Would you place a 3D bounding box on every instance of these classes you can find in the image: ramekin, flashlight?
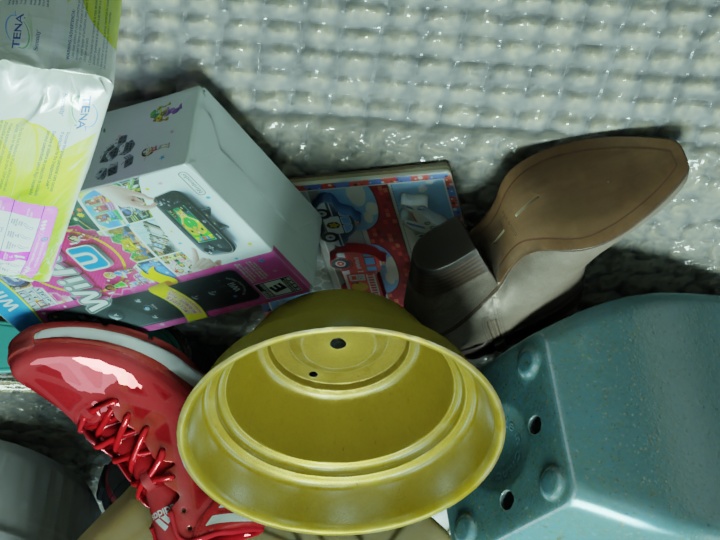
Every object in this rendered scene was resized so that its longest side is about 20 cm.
[{"bbox_3d":[-0.287,0.200,1.622,0.201,0.095,0.203,9,149,5],"label":"ramekin"},{"bbox_3d":[-0.145,0.122,1.551,0.068,0.068,0.200,15,146,-6],"label":"flashlight"}]

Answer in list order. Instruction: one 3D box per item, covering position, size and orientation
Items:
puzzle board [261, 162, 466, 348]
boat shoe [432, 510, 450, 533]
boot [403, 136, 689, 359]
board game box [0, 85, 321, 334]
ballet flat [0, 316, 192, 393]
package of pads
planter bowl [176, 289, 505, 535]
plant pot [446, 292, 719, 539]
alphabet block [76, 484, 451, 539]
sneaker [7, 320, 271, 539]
[{"bbox_3d":[0.000,0.000,1.406,0.150,0.017,0.200,-6,146,9],"label":"puzzle board"},{"bbox_3d":[0.051,0.180,1.542,0.070,0.070,0.200,14,161,-7],"label":"boat shoe"},{"bbox_3d":[0.118,-0.009,1.350,0.199,0.071,0.146,-19,154,8],"label":"boot"},{"bbox_3d":[-0.146,-0.026,1.311,0.199,0.065,0.148,-13,142,27],"label":"board game box"},{"bbox_3d":[-0.205,0.057,1.466,0.199,0.068,0.075,1,169,9],"label":"ballet flat"},{"bbox_3d":[-0.173,-0.101,1.126,0.068,0.155,0.200,10,146,-14],"label":"package of pads"},{"bbox_3d":[-0.013,0.071,1.326,0.199,0.084,0.201,-2,137,-2],"label":"planter bowl"},{"bbox_3d":[0.160,0.126,1.403,0.199,0.197,0.196,14,146,-37],"label":"plant pot"},{"bbox_3d":[-0.084,0.232,1.472,0.196,0.200,0.196,38,146,10],"label":"alphabet block"},{"bbox_3d":[-0.135,0.113,1.355,0.199,0.116,0.078,20,145,-19],"label":"sneaker"}]
